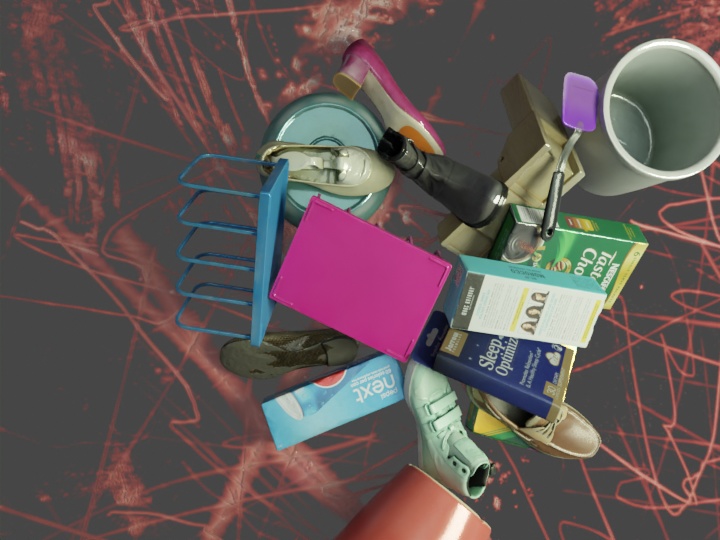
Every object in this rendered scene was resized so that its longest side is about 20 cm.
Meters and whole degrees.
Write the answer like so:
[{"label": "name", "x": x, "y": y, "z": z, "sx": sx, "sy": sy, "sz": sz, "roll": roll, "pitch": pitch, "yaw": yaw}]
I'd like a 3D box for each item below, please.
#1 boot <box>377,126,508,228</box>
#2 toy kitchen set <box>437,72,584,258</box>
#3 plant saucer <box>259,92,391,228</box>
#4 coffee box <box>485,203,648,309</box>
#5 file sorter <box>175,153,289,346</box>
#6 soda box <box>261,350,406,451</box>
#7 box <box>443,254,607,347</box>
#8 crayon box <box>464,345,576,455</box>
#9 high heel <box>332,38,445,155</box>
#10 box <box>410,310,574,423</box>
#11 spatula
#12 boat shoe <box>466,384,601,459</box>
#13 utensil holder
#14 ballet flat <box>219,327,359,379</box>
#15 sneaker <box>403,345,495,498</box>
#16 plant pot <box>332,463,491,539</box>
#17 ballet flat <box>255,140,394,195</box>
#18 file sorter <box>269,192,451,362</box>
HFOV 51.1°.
[{"label": "boot", "x": 0.097, "y": -0.125, "z": 0.982, "sx": 0.130, "sy": 0.199, "sz": 0.071, "roll": 30, "pitch": 91, "yaw": -27}, {"label": "toy kitchen set", "x": 0.226, "y": -0.118, "z": 1.073, "sx": 0.161, "sy": 0.183, "sz": 0.200, "roll": 29, "pitch": 125, "yaw": -27}, {"label": "plant saucer", "x": -0.048, "y": -0.155, "z": 1.071, "sx": 0.194, "sy": 0.027, "sz": 0.207, "roll": 0, "pitch": 88, "yaw": -4}, {"label": "coffee box", "x": 0.272, "y": -0.016, "z": 1.015, "sx": 0.194, "sy": 0.045, "sz": 0.125, "roll": 9, "pitch": 128, "yaw": -14}, {"label": "file sorter", "x": -0.166, "y": -0.033, "z": 0.969, "sx": 0.119, "sy": 0.139, "sz": 0.205, "roll": 8, "pitch": 114, "yaw": 2}, {"label": "soda box", "x": -0.035, "y": 0.175, "z": 1.040, "sx": 0.195, "sy": 0.064, "sz": 0.069, "roll": -21, "pitch": 89, "yaw": -5}, {"label": "box", "x": 0.213, "y": 0.041, "z": 0.982, "sx": 0.194, "sy": 0.049, "sz": 0.084, "roll": 10, "pitch": 115, "yaw": -12}, {"label": "crayon box", "x": 0.230, "y": 0.140, "z": 1.061, "sx": 0.116, "sy": 0.058, "sz": 0.206, "roll": 15, "pitch": 87, "yaw": -3}, {"label": "high heel", "x": 0.053, "y": -0.244, "z": 1.075, "sx": 0.198, "sy": 0.067, "sz": 0.097, "roll": 34, "pitch": 55, "yaw": -8}, {"label": "box", "x": 0.172, "y": 0.110, "z": 0.976, "sx": 0.195, "sy": 0.122, "sz": 0.033, "roll": 21, "pitch": 127, "yaw": 13}, {"label": "spatula", "x": 0.253, "y": -0.136, "z": 0.929, "sx": 0.055, "sy": 0.021, "sz": 0.206, "roll": 5, "pitch": 105, "yaw": -24}, {"label": "boat shoe", "x": 0.231, "y": 0.194, "z": 0.994, "sx": 0.196, "sy": 0.072, "sz": 0.077, "roll": 26, "pitch": 87, "yaw": -2}, {"label": "utensil holder", "x": 0.369, "y": -0.192, "z": 1.014, "sx": 0.165, "sy": 0.200, "sz": 0.176, "roll": 0, "pitch": 87, "yaw": -4}, {"label": "ballet flat", "x": -0.098, "y": 0.108, "z": 1.052, "sx": 0.194, "sy": 0.047, "sz": 0.069, "roll": -7, "pitch": 119, "yaw": 1}, {"label": "sneaker", "x": 0.124, "y": 0.202, "z": 0.995, "sx": 0.073, "sy": 0.117, "sz": 0.206, "roll": -24, "pitch": 114, "yaw": -32}, {"label": "plant pot", "x": 0.068, "y": 0.371, "z": 0.987, "sx": 0.199, "sy": 0.200, "sz": 0.179, "roll": 38, "pitch": 76, "yaw": -1}, {"label": "ballet flat", "x": -0.047, "y": -0.141, "z": 1.025, "sx": 0.194, "sy": 0.069, "sz": 0.072, "roll": 3, "pitch": 87, "yaw": -4}, {"label": "file sorter", "x": 0.000, "y": 0.000, "z": 1.007, "sx": 0.196, "sy": 0.126, "sz": 0.142, "roll": 25, "pitch": 102, "yaw": -5}]
